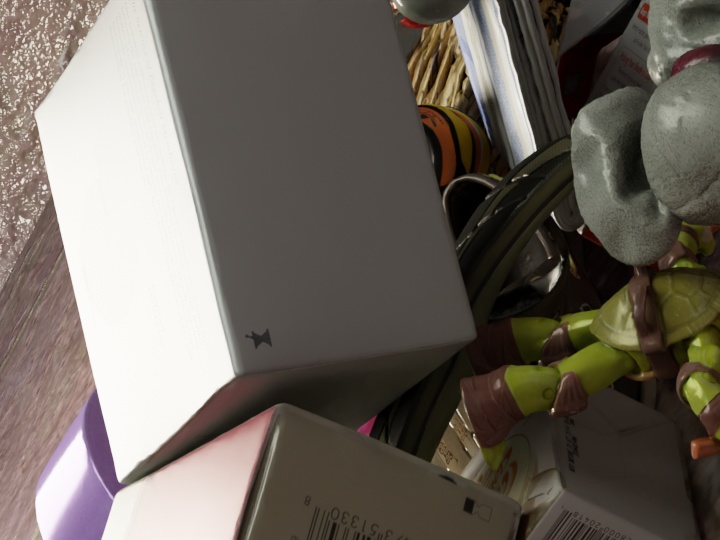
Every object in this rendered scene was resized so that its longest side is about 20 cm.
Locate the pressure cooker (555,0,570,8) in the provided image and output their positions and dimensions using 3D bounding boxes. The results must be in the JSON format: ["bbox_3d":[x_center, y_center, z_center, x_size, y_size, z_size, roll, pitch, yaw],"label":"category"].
[{"bbox_3d":[0.065,-0.254,1.830,0.176,0.200,0.179,-44,18,40],"label":"pressure cooker"}]

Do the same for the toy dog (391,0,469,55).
[{"bbox_3d":[-0.012,-0.137,1.494,0.200,0.096,0.132,119,155,-55],"label":"toy dog"}]

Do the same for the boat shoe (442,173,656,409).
[{"bbox_3d":[0.092,0.021,1.491,0.072,0.059,0.200,-48,36,21],"label":"boat shoe"}]

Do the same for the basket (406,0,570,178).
[{"bbox_3d":[0.069,-0.067,1.716,0.143,0.149,0.200,18,80,57],"label":"basket"}]

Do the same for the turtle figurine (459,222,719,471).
[{"bbox_3d":[0.125,0.035,1.278,0.161,0.064,0.200,-19,38,12],"label":"turtle figurine"}]

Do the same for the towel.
[{"bbox_3d":[0.075,-0.111,1.513,0.200,0.024,0.147,-118,11,-72],"label":"towel"}]

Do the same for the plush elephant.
[{"bbox_3d":[0.176,-0.079,1.261,0.165,0.200,0.155,-24,56,57],"label":"plush elephant"}]

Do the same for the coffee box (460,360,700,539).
[{"bbox_3d":[0.069,0.158,1.370,0.200,0.080,0.114,-56,16,26],"label":"coffee box"}]

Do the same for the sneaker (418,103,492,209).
[{"bbox_3d":[0.000,0.000,1.582,0.200,0.070,0.090,-65,-19,5],"label":"sneaker"}]

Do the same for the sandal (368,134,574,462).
[{"bbox_3d":[0.063,0.026,1.384,0.080,0.057,0.201,-105,40,-77],"label":"sandal"}]

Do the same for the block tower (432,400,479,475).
[{"bbox_3d":[0.040,0.129,1.488,0.054,0.058,0.200,59,140,30],"label":"block tower"}]

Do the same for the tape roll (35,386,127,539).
[{"bbox_3d":[-0.085,0.146,1.691,0.066,0.200,0.200,-57,16,28],"label":"tape roll"}]

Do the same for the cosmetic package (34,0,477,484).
[{"bbox_3d":[-0.054,-0.026,1.372,0.200,0.123,0.200,137,121,-65],"label":"cosmetic package"}]

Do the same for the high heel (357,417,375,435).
[{"bbox_3d":[0.052,0.030,1.607,0.067,0.096,0.200,67,-149,-60],"label":"high heel"}]

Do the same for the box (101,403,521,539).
[{"bbox_3d":[-0.036,0.150,1.334,0.200,0.128,0.109,-33,38,61],"label":"box"}]

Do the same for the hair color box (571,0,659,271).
[{"bbox_3d":[0.173,-0.105,1.494,0.200,0.064,0.111,-63,13,9],"label":"hair color box"}]

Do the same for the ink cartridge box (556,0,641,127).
[{"bbox_3d":[0.148,-0.147,1.611,0.160,0.047,0.200,-25,-53,-76],"label":"ink cartridge box"}]
